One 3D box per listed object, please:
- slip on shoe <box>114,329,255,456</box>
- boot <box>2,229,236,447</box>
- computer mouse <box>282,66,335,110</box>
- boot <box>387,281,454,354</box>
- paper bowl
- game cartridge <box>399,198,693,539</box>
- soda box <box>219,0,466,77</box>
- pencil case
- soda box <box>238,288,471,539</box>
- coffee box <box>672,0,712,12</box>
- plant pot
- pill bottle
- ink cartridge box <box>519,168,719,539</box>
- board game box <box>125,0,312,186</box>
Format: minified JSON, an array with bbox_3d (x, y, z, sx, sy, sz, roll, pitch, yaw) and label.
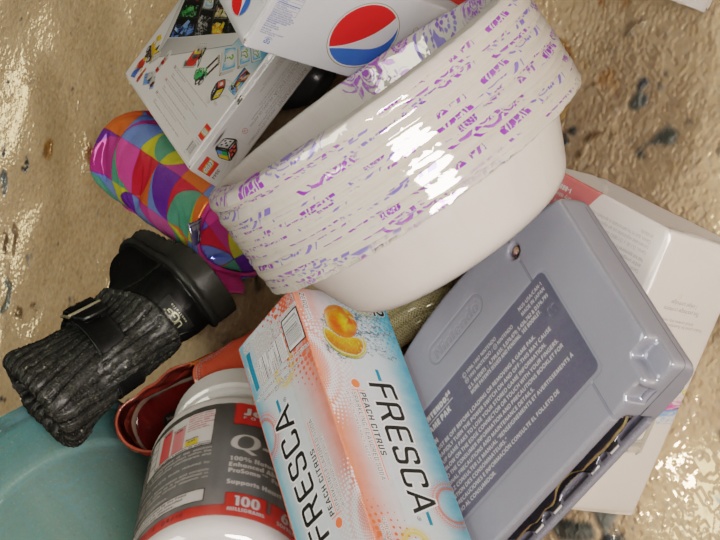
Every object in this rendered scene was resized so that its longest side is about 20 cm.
[{"bbox_3d":[-0.088,0.082,1.050,0.199,0.061,0.074,-25,78,21],"label":"slip on shoe"},{"bbox_3d":[-0.189,0.047,1.107,0.158,0.080,0.211,-41,12,-13],"label":"boot"},{"bbox_3d":[-0.072,-0.154,1.143,0.200,0.034,0.059,25,87,57],"label":"computer mouse"},{"bbox_3d":[0.000,0.000,0.978,0.156,0.073,0.200,65,155,11],"label":"boot"},{"bbox_3d":[0.027,-0.055,0.791,0.200,0.201,0.105,-24,105,46],"label":"paper bowl"},{"bbox_3d":[0.079,0.066,0.794,0.200,0.041,0.133,-53,50,31],"label":"game cartridge"},{"bbox_3d":[0.013,-0.155,0.899,0.064,0.199,0.068,-53,47,28],"label":"soda box"},{"bbox_3d":[-0.134,-0.058,1.154,0.200,0.088,0.089,36,110,50],"label":"pencil case"},{"bbox_3d":[-0.001,0.107,0.803,0.064,0.068,0.201,-48,48,37],"label":"soda box"},{"bbox_3d":[0.107,-0.284,0.811,0.198,0.199,0.201,43,116,46],"label":"coffee box"},{"bbox_3d":[-0.189,0.225,1.088,0.196,0.200,0.201,39,112,38],"label":"plant pot"},{"bbox_3d":[-0.081,0.150,0.943,0.116,0.115,0.200,-60,14,23],"label":"pill bottle"},{"bbox_3d":[0.116,0.055,0.834,0.116,0.067,0.201,36,109,49],"label":"ink cartridge box"},{"bbox_3d":[-0.107,-0.156,1.124,0.126,0.035,0.200,-51,33,9],"label":"board game box"}]
